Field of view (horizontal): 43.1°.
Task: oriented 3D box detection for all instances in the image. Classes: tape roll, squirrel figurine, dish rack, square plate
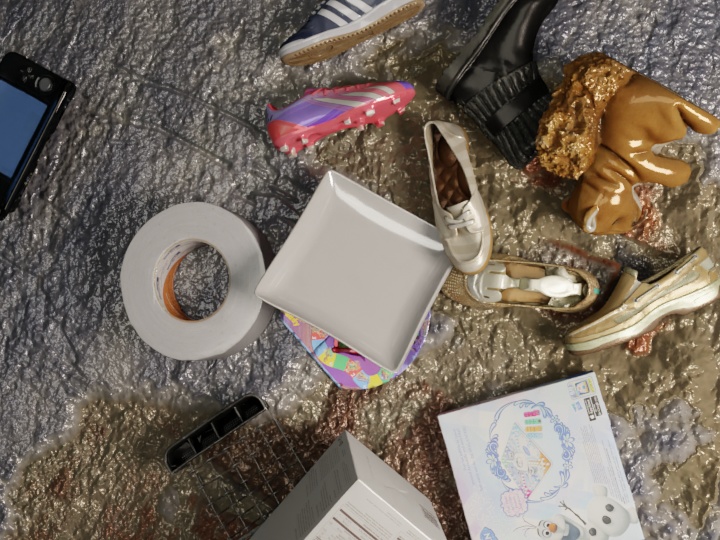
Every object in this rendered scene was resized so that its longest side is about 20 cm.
[{"bbox_3d":[-0.208,0.015,1.184,0.197,0.066,0.204,-1,85,11],"label":"tape roll"},{"bbox_3d":[0.282,-0.141,1.063,0.198,0.142,0.188,22,111,-18],"label":"squirrel figurine"},{"bbox_3d":[-0.138,0.275,1.157,0.152,0.055,0.201,-34,81,7],"label":"dish rack"},{"bbox_3d":[0.000,0.000,1.123,0.198,0.029,0.199,28,67,4],"label":"square plate"}]

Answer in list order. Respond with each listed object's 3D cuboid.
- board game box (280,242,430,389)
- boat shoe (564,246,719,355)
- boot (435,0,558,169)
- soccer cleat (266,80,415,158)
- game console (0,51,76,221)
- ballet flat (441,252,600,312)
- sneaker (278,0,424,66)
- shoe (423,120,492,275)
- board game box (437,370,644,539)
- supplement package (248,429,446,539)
[{"bbox_3d":[-0.013,0.052,1.156,0.158,0.039,0.200,-43,79,5],"label":"board game box"},{"bbox_3d":[0.325,0.032,1.079,0.198,0.072,0.077,-25,95,-3],"label":"boat shoe"},{"bbox_3d":[0.211,-0.246,1.118,0.158,0.079,0.212,42,99,13],"label":"boot"},{"bbox_3d":[-0.029,-0.212,1.170,0.198,0.067,0.077,-21,78,11],"label":"soccer cleat"},{"bbox_3d":[-0.474,-0.186,1.223,0.174,0.116,0.202,28,91,11],"label":"game console"},{"bbox_3d":[0.192,0.013,1.109,0.197,0.065,0.072,1,86,11],"label":"ballet flat"},{"bbox_3d":[-0.027,-0.347,1.174,0.198,0.070,0.110,-24,87,1],"label":"sneaker"},{"bbox_3d":[0.113,-0.092,1.118,0.069,0.053,0.203,-19,70,27],"label":"shoe"},{"bbox_3d":[0.214,0.245,1.099,0.196,0.043,0.203,-16,83,8],"label":"board game box"},{"bbox_3d":[-0.022,0.329,1.062,0.150,0.152,0.200,41,94,-11],"label":"supplement package"}]
